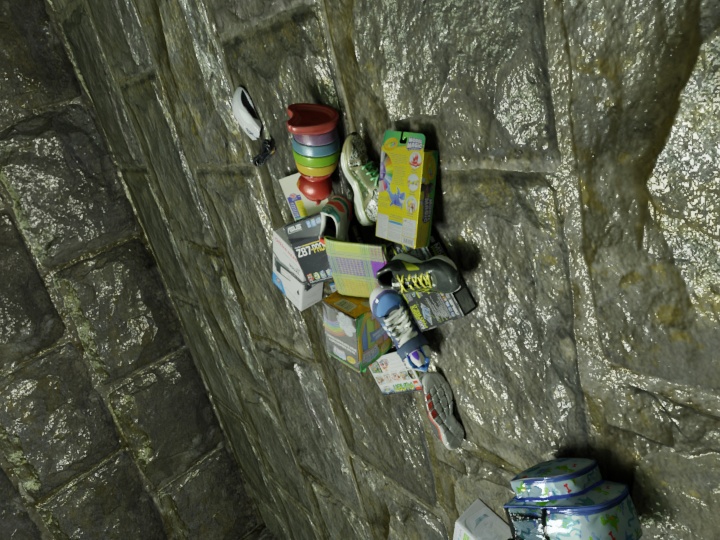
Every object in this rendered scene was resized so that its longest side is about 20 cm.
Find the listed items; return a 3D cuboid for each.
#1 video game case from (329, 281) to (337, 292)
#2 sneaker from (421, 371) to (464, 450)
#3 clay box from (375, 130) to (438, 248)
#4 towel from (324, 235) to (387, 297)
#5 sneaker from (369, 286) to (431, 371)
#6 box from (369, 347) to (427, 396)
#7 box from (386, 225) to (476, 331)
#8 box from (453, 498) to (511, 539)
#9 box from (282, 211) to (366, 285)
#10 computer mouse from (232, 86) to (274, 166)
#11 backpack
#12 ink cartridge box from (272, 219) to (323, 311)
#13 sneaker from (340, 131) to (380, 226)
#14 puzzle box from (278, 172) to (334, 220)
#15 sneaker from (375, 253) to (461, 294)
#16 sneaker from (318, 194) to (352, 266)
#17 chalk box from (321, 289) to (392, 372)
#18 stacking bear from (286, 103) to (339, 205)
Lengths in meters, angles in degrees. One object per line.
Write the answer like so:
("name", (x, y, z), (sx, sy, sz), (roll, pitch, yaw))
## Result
("video game case", (-0.001, 0.085, 1.404), (0.199, 0.018, 0.146), (-15, 100, 58))
("sneaker", (0.175, 0.328, 1.285), (0.081, 0.076, 0.204), (6, 119, 60))
("clay box", (0.086, -0.155, 1.027), (0.114, 0.047, 0.205), (21, 112, 46))
("towel", (0.000, 0.000, 1.189), (0.140, 0.023, 0.202), (7, 145, 17))
("sneaker", (0.099, 0.135, 1.182), (0.147, 0.080, 0.202), (54, 175, 47))
("box", (0.093, 0.254, 1.381), (0.112, 0.034, 0.199), (61, 149, 0))
("box", (0.134, 0.015, 1.128), (0.203, 0.044, 0.160), (61, 149, 2))
("box", (0.318, 0.705, 1.343), (0.175, 0.096, 0.204), (32, 138, 38))
("box", (-0.078, -0.060, 1.318), (0.197, 0.049, 0.164), (-12, 105, 39))
("computer mouse", (-0.296, -0.383, 1.446), (0.109, 0.043, 0.203), (-19, 98, 59))
("backpack", (0.372, 0.416, 0.964), (0.198, 0.180, 0.151), (-21, 77, 49))
("ink cartridge box", (-0.173, -0.014, 1.513), (0.144, 0.083, 0.203), (42, 143, 28))
("sneaker", (0.025, -0.188, 1.121), (0.087, 0.077, 0.204), (4, 123, 39))
("puzzle box", (-0.129, -0.185, 1.373), (0.198, 0.025, 0.136), (0, 115, 55))
("sneaker", (0.108, 0.019, 1.046), (0.198, 0.084, 0.076), (5, 119, 53))
("sneaker", (-0.062, -0.060, 1.213), (0.069, 0.093, 0.204), (14, 121, 25))
("chalk box", (-0.005, 0.149, 1.322), (0.123, 0.123, 0.204), (24, 131, 37))
("stacking bear", (-0.101, -0.246, 1.201), (0.123, 0.111, 0.204), (-99, 8, -51))
